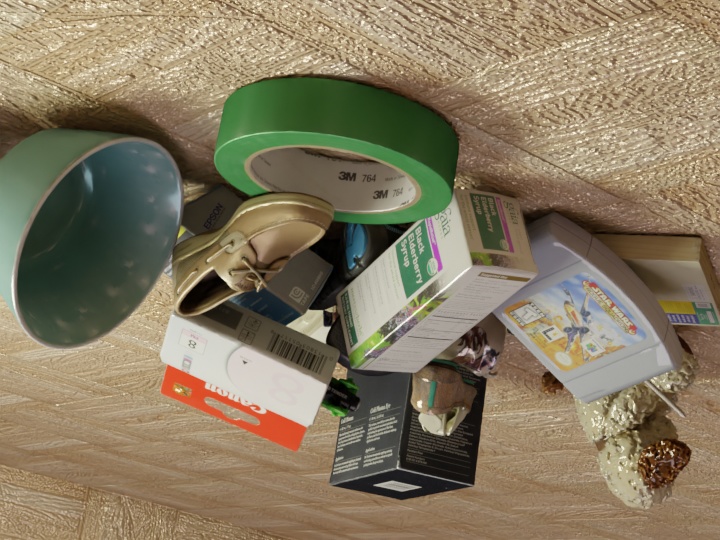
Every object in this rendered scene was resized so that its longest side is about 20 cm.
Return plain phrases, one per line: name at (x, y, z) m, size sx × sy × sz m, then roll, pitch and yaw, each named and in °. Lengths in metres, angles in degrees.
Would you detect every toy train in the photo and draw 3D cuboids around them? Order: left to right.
toy train at (-0.090, 0.089, 1.557) m, size 0.198 × 0.042 × 0.056 m, roll 29°, pitch 169°, yaw -6°

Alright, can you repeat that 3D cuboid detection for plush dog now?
plush dog at (0.295, 0.175, 1.715) m, size 0.158 × 0.174 × 0.200 m, roll -14°, pitch 162°, yaw -3°

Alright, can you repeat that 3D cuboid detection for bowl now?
bowl at (-0.260, -0.043, 1.375) m, size 0.104 × 0.202 × 0.201 m, roll 28°, pitch 174°, yaw 29°

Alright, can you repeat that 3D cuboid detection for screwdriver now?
screwdriver at (0.255, 0.081, 1.578) m, size 0.200 × 0.028 × 0.029 m, roll 44°, pitch -169°, yaw 3°

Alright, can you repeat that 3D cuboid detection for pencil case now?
pencil case at (0.063, 0.056, 1.654) m, size 0.198 × 0.091 × 0.078 m, roll 15°, pitch 178°, yaw -21°

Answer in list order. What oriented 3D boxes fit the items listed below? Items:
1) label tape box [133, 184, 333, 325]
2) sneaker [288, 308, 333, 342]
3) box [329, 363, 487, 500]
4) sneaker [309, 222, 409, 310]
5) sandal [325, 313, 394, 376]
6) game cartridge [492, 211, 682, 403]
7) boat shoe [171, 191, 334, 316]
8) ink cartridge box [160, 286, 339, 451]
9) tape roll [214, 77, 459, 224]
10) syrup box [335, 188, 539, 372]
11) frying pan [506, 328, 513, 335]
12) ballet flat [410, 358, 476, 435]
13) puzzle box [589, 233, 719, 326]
label tape box at (-0.141, -0.023, 1.523) m, size 0.199 × 0.066 × 0.143 m, roll 38°, pitch 156°, yaw -9°
sneaker at (-0.026, 0.070, 1.765) m, size 0.084 × 0.076 × 0.200 m, roll 20°, pitch 160°, yaw -19°
box at (0.058, 0.163, 1.841) m, size 0.103 × 0.185 × 0.200 m, roll 14°, pitch 163°, yaw -21°
sneaker at (0.000, 0.000, 1.538) m, size 0.081 × 0.074 × 0.200 m, roll 6°, pitch 168°, yaw -21°
sandal at (0.035, 0.057, 1.542) m, size 0.199 × 0.076 × 0.043 m, roll -26°, pitch 166°, yaw -50°
game cartridge at (0.203, 0.037, 1.457) m, size 0.200 × 0.042 × 0.132 m, roll 44°, pitch 138°, yaw -21°
boat shoe at (-0.095, -0.011, 1.374) m, size 0.071 × 0.065 × 0.199 m, roll 22°, pitch 148°, yaw -34°
ink cartridge box at (-0.118, 0.113, 1.518) m, size 0.161 × 0.057 × 0.201 m, roll 23°, pitch 138°, yaw 1°
tape roll at (-0.019, -0.095, 1.286) m, size 0.197 × 0.049 × 0.201 m, roll 8°, pitch 163°, yaw 2°
syrup box at (0.066, 0.013, 1.414) m, size 0.081 × 0.080 × 0.200 m, roll 6°, pitch 148°, yaw -33°
frying pan at (0.183, 0.053, 1.677) m, size 0.115 × 0.031 × 0.189 m, roll 37°, pitch 159°, yaw -30°
ballet flat at (0.082, 0.138, 1.654) m, size 0.067 × 0.068 × 0.200 m, roll 6°, pitch 170°, yaw 14°
puzzle box at (0.275, 0.011, 1.512) m, size 0.131 × 0.026 × 0.200 m, roll 2°, pitch 162°, yaw 20°
